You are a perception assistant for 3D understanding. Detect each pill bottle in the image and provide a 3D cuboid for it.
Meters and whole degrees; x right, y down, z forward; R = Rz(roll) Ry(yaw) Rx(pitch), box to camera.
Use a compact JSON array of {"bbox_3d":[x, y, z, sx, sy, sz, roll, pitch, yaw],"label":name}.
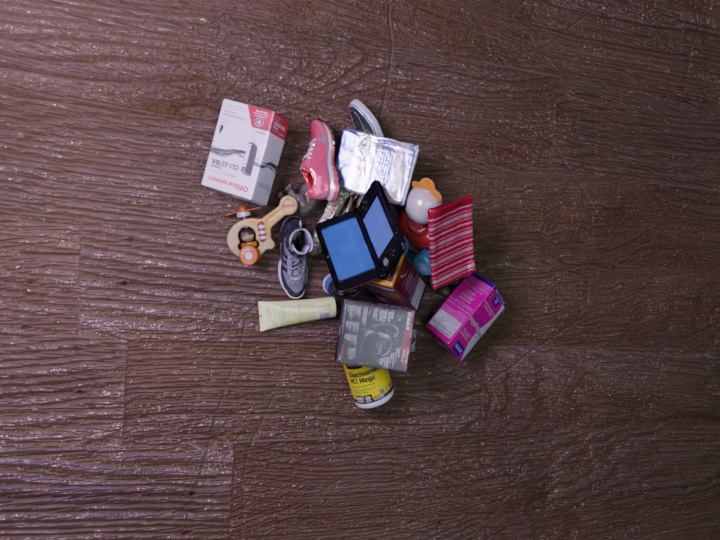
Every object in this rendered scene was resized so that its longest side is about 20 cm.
[{"bbox_3d":[0.010,0.239,1.626,0.110,0.112,0.205,-21,103,-15],"label":"pill bottle"}]

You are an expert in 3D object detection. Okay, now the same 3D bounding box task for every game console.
[{"bbox_3d":[-0.003,-0.081,1.453,0.116,0.174,0.204,-3,56,-30],"label":"game console"}]

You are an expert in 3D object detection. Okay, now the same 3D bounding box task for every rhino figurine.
[{"bbox_3d":[-0.109,-0.218,1.550,0.088,0.060,0.200,47,74,-14],"label":"rhino figurine"}]

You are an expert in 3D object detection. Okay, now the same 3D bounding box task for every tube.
[{"bbox_3d":[-0.158,0.102,1.585,0.194,0.052,0.060,-8,67,-15],"label":"tube"}]

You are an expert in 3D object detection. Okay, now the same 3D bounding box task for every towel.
[{"bbox_3d":[0.034,-0.250,1.519,0.194,0.024,0.151,15,94,8],"label":"towel"},{"bbox_3d":[0.222,-0.069,1.522,0.142,0.022,0.206,-20,115,-30],"label":"towel"}]

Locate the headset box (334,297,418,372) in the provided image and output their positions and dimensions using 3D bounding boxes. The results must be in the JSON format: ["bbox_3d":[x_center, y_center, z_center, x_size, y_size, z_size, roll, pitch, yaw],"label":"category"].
[{"bbox_3d":[0.043,0.156,1.525,0.193,0.077,0.154,8,92,-6],"label":"headset box"}]

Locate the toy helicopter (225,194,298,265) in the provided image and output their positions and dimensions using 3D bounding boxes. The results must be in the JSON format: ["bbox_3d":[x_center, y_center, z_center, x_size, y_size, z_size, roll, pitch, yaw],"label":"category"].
[{"bbox_3d":[-0.235,-0.116,1.500,0.198,0.079,0.134,-38,95,2],"label":"toy helicopter"}]

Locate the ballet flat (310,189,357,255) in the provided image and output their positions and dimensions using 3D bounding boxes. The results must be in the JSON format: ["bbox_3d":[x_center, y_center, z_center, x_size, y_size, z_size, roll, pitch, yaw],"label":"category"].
[{"bbox_3d":[-0.066,-0.124,1.567,0.063,0.075,0.205,24,90,21],"label":"ballet flat"}]

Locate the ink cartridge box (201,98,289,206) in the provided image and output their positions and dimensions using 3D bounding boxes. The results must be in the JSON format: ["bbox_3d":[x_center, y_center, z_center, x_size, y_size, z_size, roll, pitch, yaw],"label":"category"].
[{"bbox_3d":[-0.263,-0.267,1.442,0.141,0.083,0.206,17,93,19],"label":"ink cartridge box"}]

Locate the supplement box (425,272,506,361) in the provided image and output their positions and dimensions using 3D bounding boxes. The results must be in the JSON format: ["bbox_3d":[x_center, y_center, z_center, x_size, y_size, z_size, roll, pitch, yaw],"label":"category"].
[{"bbox_3d":[0.284,0.121,1.698,0.201,0.103,0.101,-48,134,-6],"label":"supplement box"}]

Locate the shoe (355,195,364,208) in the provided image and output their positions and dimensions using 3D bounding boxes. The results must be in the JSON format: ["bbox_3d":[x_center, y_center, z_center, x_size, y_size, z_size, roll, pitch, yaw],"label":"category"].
[{"bbox_3d":[0.047,-0.210,1.578,0.068,0.054,0.203,16,114,-29],"label":"shoe"}]

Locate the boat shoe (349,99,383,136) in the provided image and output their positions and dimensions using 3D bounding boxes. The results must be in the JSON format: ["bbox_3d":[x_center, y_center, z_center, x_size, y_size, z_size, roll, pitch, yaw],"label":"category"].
[{"bbox_3d":[0.018,-0.323,1.573,0.070,0.072,0.203,-36,109,-15],"label":"boat shoe"}]

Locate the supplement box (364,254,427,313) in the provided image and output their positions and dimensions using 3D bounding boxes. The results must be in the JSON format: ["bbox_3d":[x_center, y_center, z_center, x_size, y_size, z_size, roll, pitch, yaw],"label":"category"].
[{"bbox_3d":[0.079,0.024,1.565,0.200,0.108,0.088,44,65,-57],"label":"supplement box"}]

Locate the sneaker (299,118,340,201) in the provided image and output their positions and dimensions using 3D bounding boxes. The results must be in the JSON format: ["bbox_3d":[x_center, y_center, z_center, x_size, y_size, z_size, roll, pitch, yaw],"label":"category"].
[{"bbox_3d":[-0.104,-0.263,1.487,0.084,0.074,0.207,-5,79,-24],"label":"sneaker"}]

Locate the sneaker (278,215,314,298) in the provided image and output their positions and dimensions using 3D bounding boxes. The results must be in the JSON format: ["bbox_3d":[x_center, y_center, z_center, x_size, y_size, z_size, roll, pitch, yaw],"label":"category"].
[{"bbox_3d":[-0.156,-0.027,1.530,0.073,0.114,0.207,-3,99,-18],"label":"sneaker"}]

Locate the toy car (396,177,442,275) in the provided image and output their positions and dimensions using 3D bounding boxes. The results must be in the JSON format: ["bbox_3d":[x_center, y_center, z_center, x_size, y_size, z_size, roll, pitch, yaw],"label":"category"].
[{"bbox_3d":[0.169,-0.134,1.545,0.174,0.203,0.185,30,57,21],"label":"toy car"}]

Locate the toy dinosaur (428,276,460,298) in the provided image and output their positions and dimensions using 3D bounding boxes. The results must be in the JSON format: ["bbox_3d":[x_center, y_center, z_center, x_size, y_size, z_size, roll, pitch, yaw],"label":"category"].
[{"bbox_3d":[0.217,0.007,1.696,0.100,0.078,0.204,-18,134,-14],"label":"toy dinosaur"}]

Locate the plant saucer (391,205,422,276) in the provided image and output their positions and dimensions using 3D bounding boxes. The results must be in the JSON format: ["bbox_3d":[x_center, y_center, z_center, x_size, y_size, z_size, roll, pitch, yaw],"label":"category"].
[{"bbox_3d":[0.118,-0.077,1.671,0.070,0.019,0.200,-46,108,-8],"label":"plant saucer"}]

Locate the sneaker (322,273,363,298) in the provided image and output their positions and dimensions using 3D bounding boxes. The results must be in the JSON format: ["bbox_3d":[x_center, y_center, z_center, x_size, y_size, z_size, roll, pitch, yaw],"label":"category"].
[{"bbox_3d":[0.001,0.001,1.591,0.197,0.111,0.078,-32,106,-13],"label":"sneaker"}]
